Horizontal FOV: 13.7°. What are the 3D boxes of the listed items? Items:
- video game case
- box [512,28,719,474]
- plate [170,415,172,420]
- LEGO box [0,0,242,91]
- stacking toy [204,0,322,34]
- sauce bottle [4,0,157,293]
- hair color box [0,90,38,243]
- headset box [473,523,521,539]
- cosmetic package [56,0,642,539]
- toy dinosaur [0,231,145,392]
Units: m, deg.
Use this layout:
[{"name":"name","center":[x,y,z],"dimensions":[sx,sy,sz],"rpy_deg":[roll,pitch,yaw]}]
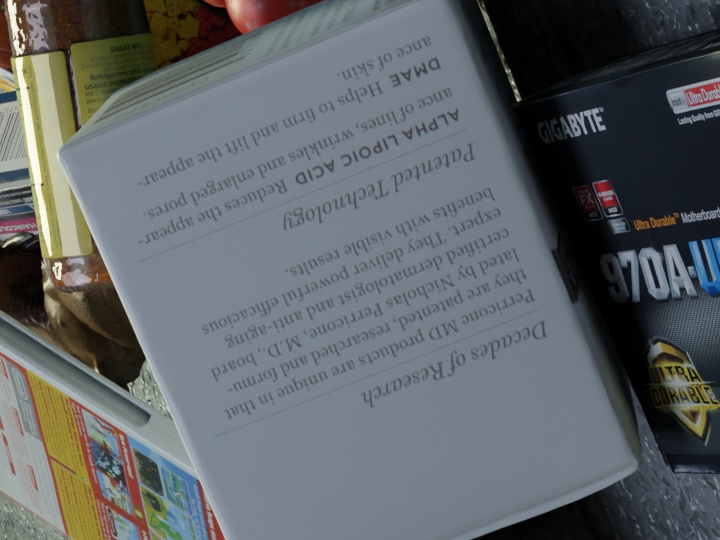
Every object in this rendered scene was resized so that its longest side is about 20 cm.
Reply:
[{"name":"video game case","center":[-0.123,0.087,1.355],"dimensions":[0.199,0.017,0.143],"rpy_deg":[31,150,26]},{"name":"box","center":[0.139,-0.006,1.076],"dimensions":[0.160,0.046,0.200],"rpy_deg":[66,162,-6]},{"name":"plate","center":[-0.020,0.155,1.390],"dimensions":[0.200,0.032,0.200],"rpy_deg":[52,167,10]},{"name":"LEGO box","center":[-0.152,-0.124,1.539],"dimensions":[0.149,0.077,0.200],"rpy_deg":[30,177,-27]},{"name":"stacking toy","center":[-0.078,-0.170,1.416],"dimensions":[0.200,0.085,0.086],"rpy_deg":[40,151,36]},{"name":"sauce bottle","center":[-0.119,-0.093,1.297],"dimensions":[0.066,0.066,0.201],"rpy_deg":[-175,77,-68]},{"name":"hair color box","center":[-0.102,-0.017,1.481],"dimensions":[0.100,0.061,0.200],"rpy_deg":[-7,148,44]},{"name":"headset box","center":[0.012,0.127,1.452],"dimensions":[0.149,0.075,0.200],"rpy_deg":[47,167,26]},{"name":"cosmetic package","center":[0.000,0.000,1.197],"dimensions":[0.165,0.164,0.201],"rpy_deg":[-78,-35,-78]},{"name":"toy dinosaur","center":[-0.123,0.010,1.388],"dimensions":[0.136,0.086,0.200],"rpy_deg":[44,138,-2]}]
